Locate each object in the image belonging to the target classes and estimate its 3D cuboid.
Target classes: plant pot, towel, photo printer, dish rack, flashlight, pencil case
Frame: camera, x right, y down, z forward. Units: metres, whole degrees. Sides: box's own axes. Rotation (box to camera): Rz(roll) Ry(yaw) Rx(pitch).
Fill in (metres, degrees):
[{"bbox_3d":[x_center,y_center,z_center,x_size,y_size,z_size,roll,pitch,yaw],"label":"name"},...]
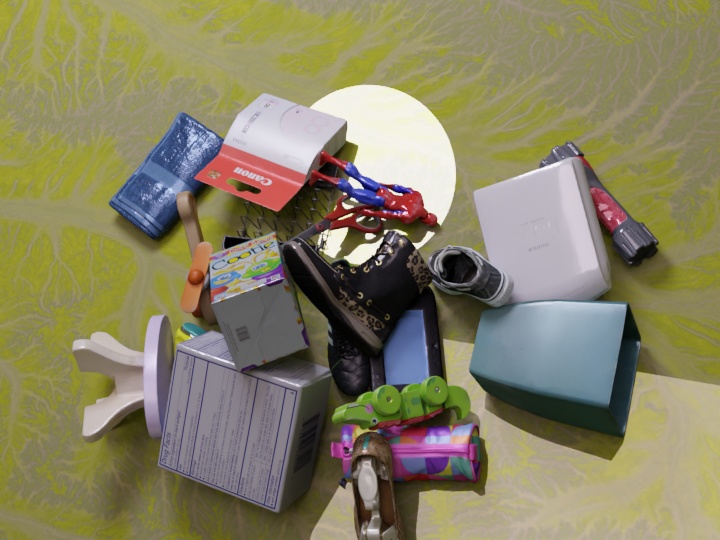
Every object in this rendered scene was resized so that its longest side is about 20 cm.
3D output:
[{"bbox_3d":[0.257,0.121,1.459,0.198,0.141,0.142,7,69,25],"label":"plant pot"},{"bbox_3d":[-0.304,-0.153,1.753,0.111,0.049,0.200,34,79,23],"label":"towel"},{"bbox_3d":[0.255,-0.038,1.528,0.165,0.069,0.202,-17,78,24],"label":"photo printer"},{"bbox_3d":[-0.116,-0.100,1.682,0.152,0.055,0.202,7,70,15],"label":"dish rack"},{"bbox_3d":[0.338,-0.095,1.560,0.067,0.068,0.201,-33,63,-4],"label":"flashlight"},{"bbox_3d":[0.065,0.248,1.479,0.198,0.088,0.089,-4,67,11],"label":"pencil case"}]

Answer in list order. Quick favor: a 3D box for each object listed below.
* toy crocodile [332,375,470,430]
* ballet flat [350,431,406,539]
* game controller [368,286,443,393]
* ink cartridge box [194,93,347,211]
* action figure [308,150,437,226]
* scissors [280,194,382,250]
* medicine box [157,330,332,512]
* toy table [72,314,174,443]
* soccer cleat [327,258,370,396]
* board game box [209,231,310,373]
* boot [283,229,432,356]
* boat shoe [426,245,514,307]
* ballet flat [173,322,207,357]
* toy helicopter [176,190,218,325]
[{"bbox_3d":[0.055,0.181,1.444,0.199,0.067,0.062,-6,77,-33],"label":"toy crocodile"},{"bbox_3d":[0.017,0.313,1.424,0.070,0.065,0.202,-9,98,14],"label":"ballet flat"},{"bbox_3d":[0.061,0.111,1.548,0.103,0.042,0.202,2,66,-14],"label":"game controller"},{"bbox_3d":[-0.136,-0.188,1.680,0.161,0.057,0.200,21,43,22],"label":"ink cartridge box"},{"bbox_3d":[0.024,-0.113,1.638,0.199,0.052,0.066,23,56,5],"label":"action figure"},{"bbox_3d":[-0.055,-0.073,1.628,0.198,0.014,0.074,-14,70,-25],"label":"scissors"},{"bbox_3d":[-0.161,0.202,1.500,0.198,0.103,0.184,16,104,20],"label":"medicine box"},{"bbox_3d":[-0.335,0.158,1.574,0.116,0.185,0.201,-6,35,-1],"label":"toy table"},{"bbox_3d":[-0.023,0.080,1.570,0.067,0.081,0.202,-9,66,10],"label":"soccer cleat"},{"bbox_3d":[-0.140,0.038,1.483,0.102,0.106,0.200,-20,21,-2],"label":"board game box"},{"bbox_3d":[0.000,0.000,1.515,0.151,0.073,0.200,-45,102,-20],"label":"boot"},{"bbox_3d":[0.139,-0.006,1.517,0.072,0.071,0.200,-59,26,-6],"label":"boat shoe"},{"bbox_3d":[-0.197,0.146,1.603,0.199,0.067,0.068,27,97,25],"label":"ballet flat"},{"bbox_3d":[-0.238,-0.016,1.601,0.078,0.132,0.202,-13,98,8],"label":"toy helicopter"}]
